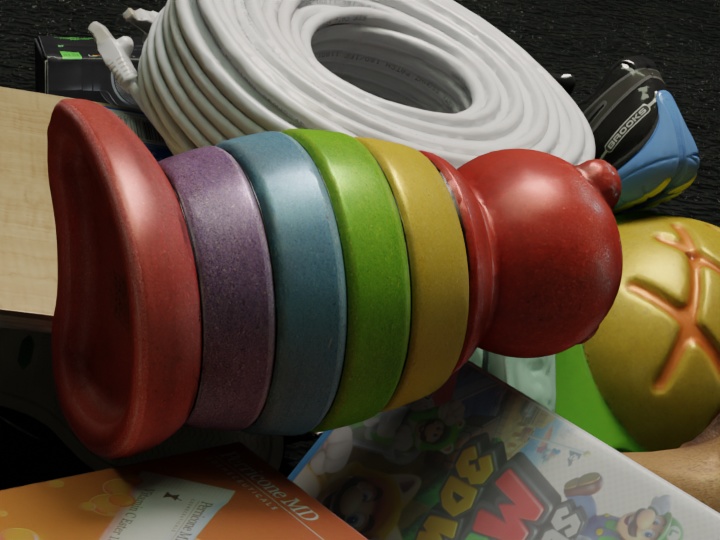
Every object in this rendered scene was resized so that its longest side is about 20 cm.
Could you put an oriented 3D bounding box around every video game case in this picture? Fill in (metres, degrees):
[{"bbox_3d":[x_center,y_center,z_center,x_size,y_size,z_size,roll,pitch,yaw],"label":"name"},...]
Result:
[{"bbox_3d":[0.039,0.115,0.698,0.200,0.143,0.018,31,-13,45],"label":"video game case"}]

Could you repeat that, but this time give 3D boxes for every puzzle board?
[{"bbox_3d":[-0.114,-0.022,0.798,0.199,0.017,0.151,8,36,-21],"label":"puzzle board"}]

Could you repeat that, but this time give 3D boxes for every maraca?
[{"bbox_3d":[0.132,0.037,0.923,0.199,0.138,0.107,-1,-22,-41],"label":"maraca"}]

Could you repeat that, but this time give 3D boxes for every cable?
[{"bbox_3d":[0.004,-0.070,0.857,0.199,0.069,0.200,2,38,-36],"label":"cable"}]

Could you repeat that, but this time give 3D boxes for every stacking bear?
[{"bbox_3d":[0.000,0.000,0.709,0.199,0.122,0.114,-6,21,-23],"label":"stacking bear"}]

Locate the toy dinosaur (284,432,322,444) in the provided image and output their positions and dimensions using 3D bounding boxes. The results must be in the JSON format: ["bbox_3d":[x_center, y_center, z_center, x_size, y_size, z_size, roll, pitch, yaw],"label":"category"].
[{"bbox_3d":[-0.071,0.019,0.909,0.199,0.136,0.102,-14,13,36],"label":"toy dinosaur"}]

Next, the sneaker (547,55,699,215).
[{"bbox_3d":[0.085,-0.055,1.001,0.070,0.083,0.199,-6,-10,-42],"label":"sneaker"}]

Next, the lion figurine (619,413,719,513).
[{"bbox_3d":[0.107,0.092,0.723,0.199,0.073,0.123,-2,62,12],"label":"lion figurine"}]

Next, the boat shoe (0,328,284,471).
[{"bbox_3d":[-0.120,0.047,0.883,0.199,0.072,0.068,20,-2,14],"label":"boat shoe"}]

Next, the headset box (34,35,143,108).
[{"bbox_3d":[-0.096,-0.082,1.124,0.199,0.093,0.174,-1,11,-10],"label":"headset box"}]

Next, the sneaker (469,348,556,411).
[{"bbox_3d":[0.070,0.082,0.794,0.073,0.119,0.200,-10,29,-43],"label":"sneaker"}]

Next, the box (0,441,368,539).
[{"bbox_3d":[-0.090,0.137,0.618,0.199,0.098,0.124,-9,27,-38],"label":"box"}]
